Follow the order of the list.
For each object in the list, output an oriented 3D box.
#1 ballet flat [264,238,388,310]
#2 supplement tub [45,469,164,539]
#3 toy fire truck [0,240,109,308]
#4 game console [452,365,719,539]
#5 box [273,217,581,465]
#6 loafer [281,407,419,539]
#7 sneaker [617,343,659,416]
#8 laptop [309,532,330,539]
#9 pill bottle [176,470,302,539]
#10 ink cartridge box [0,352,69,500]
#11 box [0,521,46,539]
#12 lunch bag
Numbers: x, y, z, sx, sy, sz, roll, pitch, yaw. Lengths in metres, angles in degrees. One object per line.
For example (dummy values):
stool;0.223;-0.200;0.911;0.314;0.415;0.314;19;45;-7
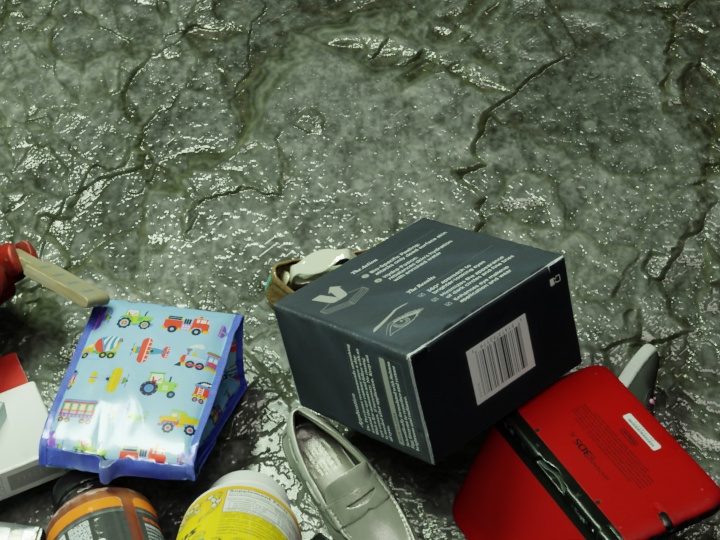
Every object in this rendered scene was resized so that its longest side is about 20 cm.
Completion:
ballet flat;0.000;0.000;1.593;0.198;0.073;0.068;-7;58;2
supplement tub;-0.221;0.269;1.421;0.106;0.107;0.201;-19;49;-6
toy fire truck;-0.362;0.031;1.527;0.199;0.129;0.176;-27;10;30
game console;0.195;0.207;1.404;0.171;0.119;0.200;-21;42;-17
box;0.062;0.057;1.454;0.196;0.118;0.199;-30;30;-30
loafer;-0.010;0.209;1.463;0.070;0.070;0.200;-35;61;-15
sneaker;0.262;0.169;1.461;0.098;0.071;0.201;19;68;18
laptop;-0.042;0.352;1.377;0.187;0.116;0.200;-38;76;-14
pill bottle;-0.108;0.253;1.376;0.112;0.114;0.200;-4;18;4
ink cartridge box;-0.402;0.158;1.524;0.199;0.045;0.177;-21;49;-16
box;-0.399;0.306;1.459;0.198;0.049;0.162;6;54;10
lunch bag;-0.204;0.124;1.485;0.149;0.095;0.201;6;35;10
